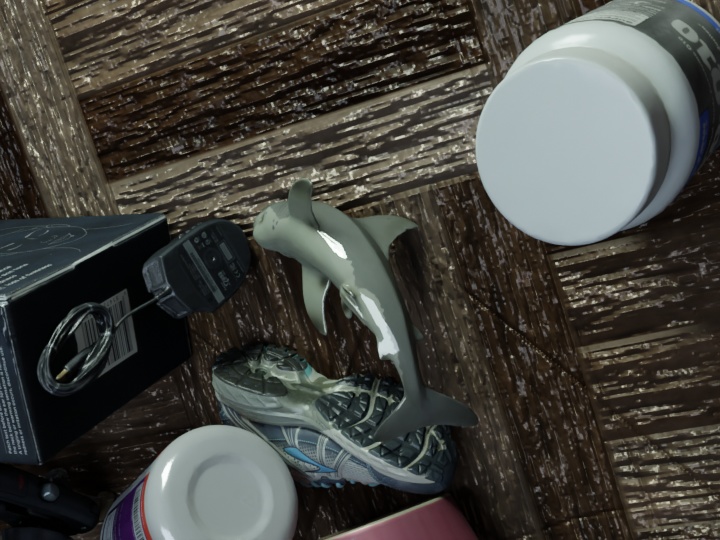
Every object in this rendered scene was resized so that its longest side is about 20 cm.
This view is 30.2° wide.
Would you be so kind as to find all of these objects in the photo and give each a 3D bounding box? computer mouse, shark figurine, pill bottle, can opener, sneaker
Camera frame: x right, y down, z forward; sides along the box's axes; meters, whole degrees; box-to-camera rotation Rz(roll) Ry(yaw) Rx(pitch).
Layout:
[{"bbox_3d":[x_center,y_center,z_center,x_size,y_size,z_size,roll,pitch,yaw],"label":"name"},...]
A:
[{"bbox_3d":[-0.150,0.024,0.930,0.034,0.200,0.059,-17,106,49],"label":"computer mouse"},{"bbox_3d":[0.013,0.006,0.904,0.215,0.089,0.129,52,149,20],"label":"shark figurine"},{"bbox_3d":[-0.128,0.195,0.994,0.113,0.112,0.200,50,147,3],"label":"pill bottle"},{"bbox_3d":[-0.278,0.175,1.032,0.063,0.200,0.079,-30,49,15],"label":"can opener"},{"bbox_3d":[-0.018,0.122,0.974,0.198,0.078,0.087,21,127,26],"label":"sneaker"},{"bbox_3d":[0.140,-0.087,0.740,0.113,0.200,0.115,8,111,23],"label":"pill bottle"}]

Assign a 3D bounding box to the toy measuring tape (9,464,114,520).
[{"bbox_3d":[-0.302,0.163,1.136,0.198,0.074,0.074,15,115,-4],"label":"toy measuring tape"}]

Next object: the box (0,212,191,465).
[{"bbox_3d":[-0.264,0.044,0.983,0.194,0.200,0.125,1,109,26],"label":"box"}]

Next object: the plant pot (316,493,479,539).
[{"bbox_3d":[0.035,0.262,0.929,0.199,0.199,0.181,-25,79,30],"label":"plant pot"}]
